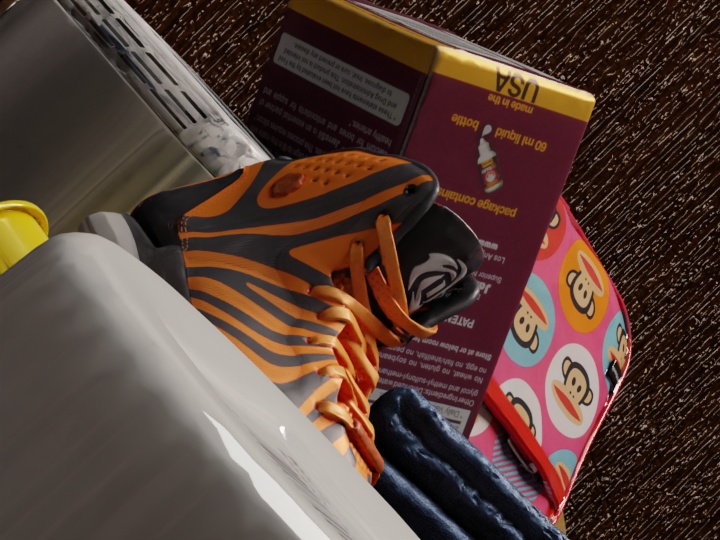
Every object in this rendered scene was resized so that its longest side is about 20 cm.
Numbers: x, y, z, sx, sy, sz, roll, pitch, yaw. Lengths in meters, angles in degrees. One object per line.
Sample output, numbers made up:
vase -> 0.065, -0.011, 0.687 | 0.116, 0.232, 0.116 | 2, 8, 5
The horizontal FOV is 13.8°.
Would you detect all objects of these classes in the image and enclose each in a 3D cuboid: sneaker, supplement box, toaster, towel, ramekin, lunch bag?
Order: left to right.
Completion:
toaster -> -0.101, -0.022, 1.137 | 0.114, 0.129, 0.200 | 43, 4, -46
ramekin -> -0.042, 0.084, 0.712 | 0.200, 0.098, 0.200 | 46, 2, -2
sneaker -> -0.008, 0.024, 0.885 | 0.200, 0.112, 0.078 | -119, -173, -45
supplement box -> 0.000, 0.000, 1.187 | 0.086, 0.200, 0.110 | 14, 10, -35
towel -> 0.014, 0.117, 1.010 | 0.112, 0.049, 0.200 | 43, -25, 8
lunch bag -> 0.031, 0.028, 1.347 | 0.082, 0.176, 0.200 | -5, -47, 41

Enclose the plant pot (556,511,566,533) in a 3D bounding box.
plant pot -> 0.015, 0.068, 1.489 | 0.200, 0.186, 0.186 | 59, 3, 4

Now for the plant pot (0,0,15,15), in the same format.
plant pot -> -0.236, -0.181, 1.189 | 0.187, 0.187, 0.200 | 45, -13, -28

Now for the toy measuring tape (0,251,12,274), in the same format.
toy measuring tape -> -0.089, 0.053, 0.889 | 0.200, 0.074, 0.074 | 57, -4, -36

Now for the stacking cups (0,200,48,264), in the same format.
stacking cups -> -0.080, 0.069, 0.993 | 0.200, 0.060, 0.061 | 53, 4, 23
